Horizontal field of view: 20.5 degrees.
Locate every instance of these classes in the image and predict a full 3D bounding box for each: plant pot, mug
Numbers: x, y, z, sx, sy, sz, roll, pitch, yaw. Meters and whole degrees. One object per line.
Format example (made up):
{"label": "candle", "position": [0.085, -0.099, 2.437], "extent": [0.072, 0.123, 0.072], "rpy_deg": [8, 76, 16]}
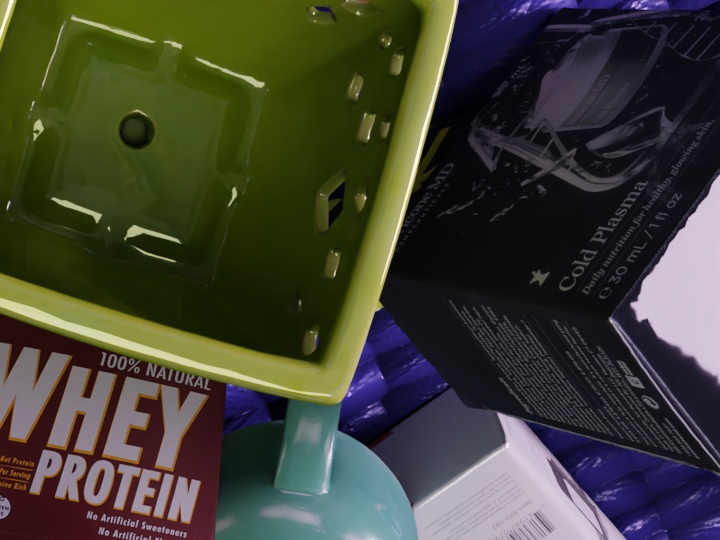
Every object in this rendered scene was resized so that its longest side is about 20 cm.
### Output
{"label": "plant pot", "position": [-0.091, -0.061, 0.907], "extent": [0.198, 0.181, 0.201], "rpy_deg": [18, 85, -14]}
{"label": "mug", "position": [-0.048, 0.159, 1.091], "extent": [0.152, 0.114, 0.185], "rpy_deg": [-22, 105, 8]}

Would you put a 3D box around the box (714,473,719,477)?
{"label": "box", "position": [0.252, 0.052, 1.201], "extent": [0.200, 0.051, 0.158], "rpy_deg": [30, 110, -25]}

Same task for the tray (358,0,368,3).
{"label": "tray", "position": [-0.057, -0.181, 0.969], "extent": [0.200, 0.099, 0.037], "rpy_deg": [20, 114, -21]}

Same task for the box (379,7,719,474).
{"label": "box", "position": [0.142, -0.023, 1.005], "extent": [0.200, 0.196, 0.124], "rpy_deg": [-52, 121, -19]}

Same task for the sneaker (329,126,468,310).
{"label": "sneaker", "position": [0.000, 0.000, 1.105], "extent": [0.200, 0.075, 0.077], "rpy_deg": [-27, 120, 7]}

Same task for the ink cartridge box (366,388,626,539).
{"label": "ink cartridge box", "position": [0.078, 0.183, 1.225], "extent": [0.145, 0.083, 0.200], "rpy_deg": [-35, 120, 10]}

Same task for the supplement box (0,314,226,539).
{"label": "supplement box", "position": [-0.164, 0.124, 1.031], "extent": [0.132, 0.201, 0.197], "rpy_deg": [13, 151, -19]}
